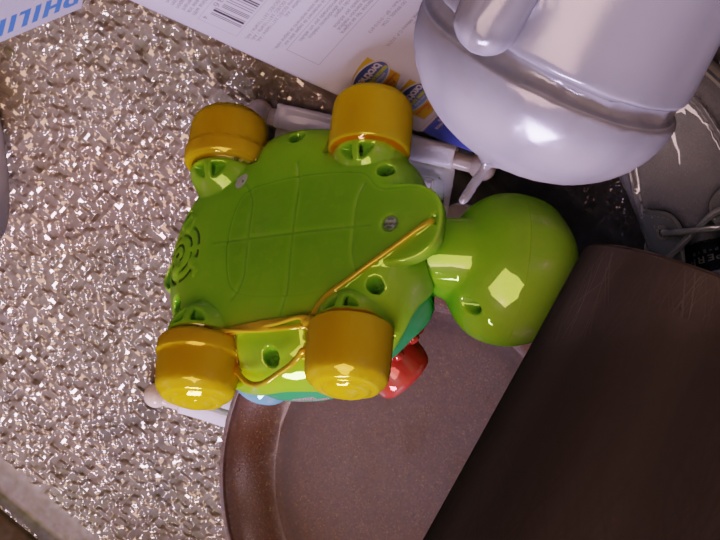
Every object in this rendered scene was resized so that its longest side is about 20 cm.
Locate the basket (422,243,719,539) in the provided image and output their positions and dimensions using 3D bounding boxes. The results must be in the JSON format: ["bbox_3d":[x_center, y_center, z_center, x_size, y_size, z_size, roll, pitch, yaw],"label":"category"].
[{"bbox_3d":[0.107,0.102,0.703,0.179,0.136,0.202,25,83,-29],"label":"basket"}]

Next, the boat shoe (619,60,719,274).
[{"bbox_3d":[0.167,-0.011,0.787,0.070,0.072,0.202,-22,107,19],"label":"boat shoe"}]

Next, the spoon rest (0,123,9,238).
[{"bbox_3d":[-0.215,-0.108,0.843,0.098,0.061,0.202,-13,96,15],"label":"spoon rest"}]

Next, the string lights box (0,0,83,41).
[{"bbox_3d":[-0.153,-0.184,0.722,0.059,0.102,0.201,45,140,16],"label":"string lights box"}]

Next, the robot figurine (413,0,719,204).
[{"bbox_3d":[0.091,-0.118,0.661,0.113,0.169,0.201,36,115,25],"label":"robot figurine"}]

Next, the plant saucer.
[{"bbox_3d":[0.023,0.099,0.827,0.198,0.032,0.202,-2,85,28],"label":"plant saucer"}]

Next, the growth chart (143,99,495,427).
[{"bbox_3d":[-0.019,0.011,0.865,0.144,0.018,0.201,21,115,2],"label":"growth chart"}]

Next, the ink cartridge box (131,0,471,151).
[{"bbox_3d":[0.006,-0.129,0.744,0.199,0.042,0.119,24,135,-27],"label":"ink cartridge box"}]

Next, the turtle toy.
[{"bbox_3d":[0.000,0.000,0.773,0.198,0.147,0.101,-5,155,25],"label":"turtle toy"}]
